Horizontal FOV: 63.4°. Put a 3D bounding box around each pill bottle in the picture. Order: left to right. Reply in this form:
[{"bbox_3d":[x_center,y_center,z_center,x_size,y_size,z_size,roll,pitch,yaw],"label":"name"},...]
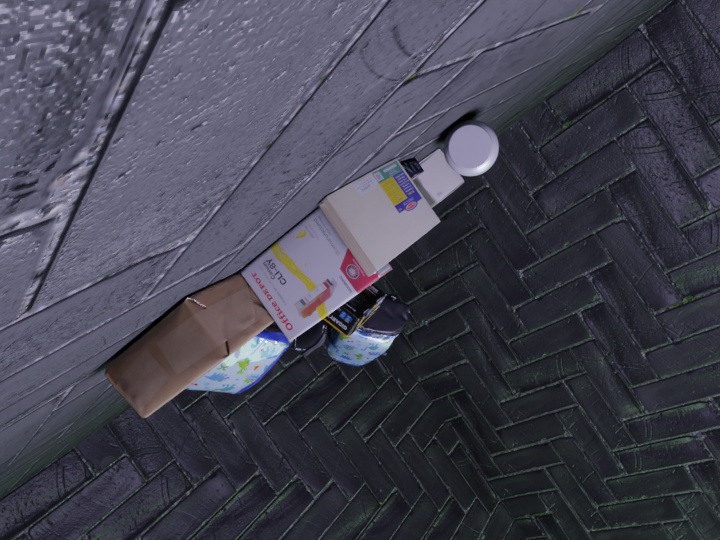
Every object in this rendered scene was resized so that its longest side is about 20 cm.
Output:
[{"bbox_3d":[0.224,-0.246,1.178,0.108,0.109,0.200,-36,-179,15],"label":"pill bottle"}]

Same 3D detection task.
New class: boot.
[{"bbox_3d":[-0.186,0.135,1.327,0.165,0.198,0.066,-51,-145,42],"label":"boot"}]

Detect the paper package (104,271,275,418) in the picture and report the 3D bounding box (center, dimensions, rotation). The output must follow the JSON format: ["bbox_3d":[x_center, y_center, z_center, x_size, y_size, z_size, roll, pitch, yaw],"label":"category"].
[{"bbox_3d":[-0.262,0.112,0.928,0.199,0.104,0.191,-37,-178,21],"label":"paper package"}]

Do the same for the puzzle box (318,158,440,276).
[{"bbox_3d":[0.037,-0.090,0.922,0.025,0.134,0.200,-35,-179,45],"label":"puzzle box"}]

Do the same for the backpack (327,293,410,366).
[{"bbox_3d":[-0.001,0.132,1.317,0.200,0.162,0.156,154,-50,-66],"label":"backpack"}]

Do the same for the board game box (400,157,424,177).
[{"bbox_3d":[0.038,-0.153,1.113,0.135,0.035,0.200,-36,180,26],"label":"board game box"}]

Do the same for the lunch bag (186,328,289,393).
[{"bbox_3d":[-0.267,0.162,1.180,0.169,0.129,0.199,15,145,-43],"label":"lunch bag"}]

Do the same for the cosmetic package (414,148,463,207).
[{"bbox_3d":[0.170,-0.212,1.426,0.087,0.104,0.200,-37,-178,-4],"label":"cosmetic package"}]

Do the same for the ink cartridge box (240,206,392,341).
[{"bbox_3d":[-0.073,-0.001,0.952,0.199,0.146,0.083,-36,179,21],"label":"ink cartridge box"}]

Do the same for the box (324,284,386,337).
[{"bbox_3d":[-0.062,0.024,1.094,0.050,0.199,0.160,-57,171,22],"label":"box"}]
